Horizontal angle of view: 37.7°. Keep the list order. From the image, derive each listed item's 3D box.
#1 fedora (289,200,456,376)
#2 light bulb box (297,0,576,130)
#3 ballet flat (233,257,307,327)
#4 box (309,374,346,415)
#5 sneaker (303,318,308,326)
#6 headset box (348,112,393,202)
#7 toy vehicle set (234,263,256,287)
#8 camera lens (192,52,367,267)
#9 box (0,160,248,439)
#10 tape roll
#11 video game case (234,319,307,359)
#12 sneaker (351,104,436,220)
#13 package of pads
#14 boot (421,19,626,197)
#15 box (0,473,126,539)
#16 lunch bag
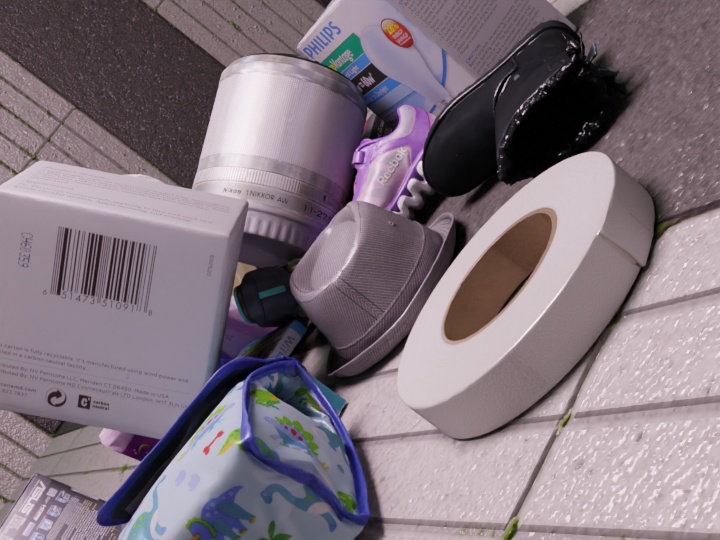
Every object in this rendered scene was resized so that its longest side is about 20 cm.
[{"bbox_3d":[0.000,0.000,0.926,0.177,0.090,0.200,-47,13,20],"label":"fedora"},{"bbox_3d":[0.071,-0.238,1.075,0.125,0.200,0.198,-56,12,-19],"label":"light bulb box"},{"bbox_3d":[-0.066,0.021,1.028,0.073,0.073,0.200,-51,-6,6],"label":"ballet flat"},{"bbox_3d":[-0.091,0.150,0.934,0.200,0.049,0.082,-31,25,58],"label":"box"},{"bbox_3d":[-0.128,0.106,1.180,0.200,0.067,0.090,-34,37,39],"label":"sneaker"},{"bbox_3d":[-0.008,-0.090,1.236,0.200,0.075,0.149,-46,15,27],"label":"headset box"},{"bbox_3d":[-0.170,0.053,1.316,0.027,0.124,0.200,-24,-6,-35],"label":"toy vehicle set"},{"bbox_3d":[-0.086,-0.114,1.102,0.160,0.160,0.200,160,125,-67],"label":"camera lens"},{"bbox_3d":[-0.217,0.025,0.928,0.131,0.199,0.200,-86,7,-73],"label":"box"},{"bbox_3d":[0.100,0.014,0.665,0.203,0.037,0.203,-49,12,15],"label":"tape roll"},{"bbox_3d":[-0.133,0.137,0.958,0.200,0.018,0.143,-55,12,-27],"label":"video game case"},{"bbox_3d":[0.021,-0.084,1.053,0.200,0.088,0.080,-51,-7,1],"label":"sneaker"},{"bbox_3d":[-0.177,0.110,1.095,0.200,0.120,0.076,-64,16,8],"label":"package of pads"},{"bbox_3d":[0.124,-0.114,0.860,0.198,0.073,0.162,-47,17,22],"label":"boot"},{"bbox_3d":[-0.253,0.286,0.881,0.049,0.161,0.200,99,-167,-49],"label":"box"},{"bbox_3d":[-0.092,0.158,0.737,0.170,0.127,0.200,-50,13,9],"label":"lunch bag"}]
